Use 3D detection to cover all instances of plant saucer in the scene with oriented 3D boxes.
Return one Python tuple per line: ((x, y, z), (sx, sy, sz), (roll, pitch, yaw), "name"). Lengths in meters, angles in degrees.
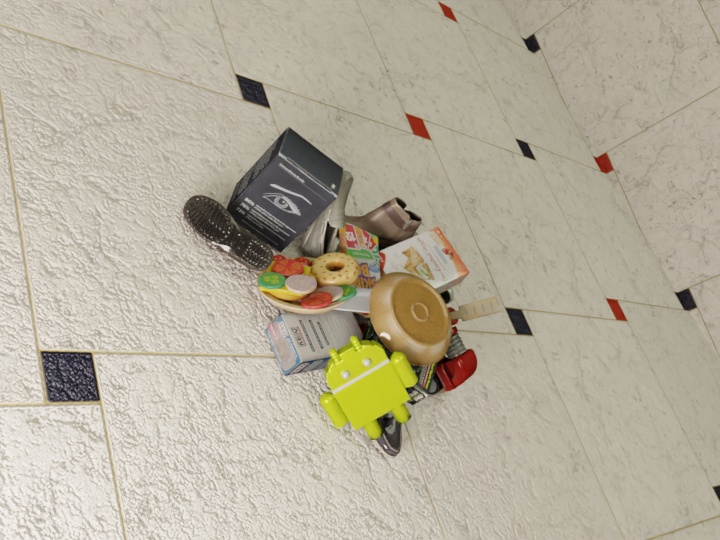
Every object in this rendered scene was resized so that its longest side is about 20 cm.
((0.109, 0.087, 1.554), (0.199, 0.035, 0.202), (17, 56, -27), "plant saucer")

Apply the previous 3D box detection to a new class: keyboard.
((-0.061, 0.053, 1.563), (0.198, 0.011, 0.057), (6, 56, 1), "keyboard")

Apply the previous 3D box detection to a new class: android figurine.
((0.012, 0.214, 1.463), (0.201, 0.181, 0.041), (62, -1, -17), "android figurine")

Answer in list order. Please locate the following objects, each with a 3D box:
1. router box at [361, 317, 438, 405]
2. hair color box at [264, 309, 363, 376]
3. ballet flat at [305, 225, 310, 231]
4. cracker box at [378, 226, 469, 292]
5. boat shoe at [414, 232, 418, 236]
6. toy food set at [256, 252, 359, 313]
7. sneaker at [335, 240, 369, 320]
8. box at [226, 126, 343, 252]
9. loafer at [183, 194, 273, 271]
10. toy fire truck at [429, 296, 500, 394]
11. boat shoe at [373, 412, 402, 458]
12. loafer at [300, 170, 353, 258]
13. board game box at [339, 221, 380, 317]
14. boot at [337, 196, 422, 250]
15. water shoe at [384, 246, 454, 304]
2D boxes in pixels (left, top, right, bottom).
((0.084, 0.143, 1.570), (0.149, 0.062, 0.201), (34, 50, -13), "router box")
((-0.081, 0.134, 1.523), (0.199, 0.060, 0.101), (-2, 60, -51), "hair color box")
((-0.118, -0.163, 1.760), (0.072, 0.072, 0.202), (19, 46, -38), "ballet flat")
((0.129, -0.003, 1.770), (0.199, 0.058, 0.134), (-24, 71, -31), "cracker box")
((0.147, -0.023, 1.929), (0.200, 0.074, 0.060), (49, -10, 24), "boat shoe")
((-0.103, 0.020, 1.530), (0.198, 0.049, 0.198), (9, 31, 2), "toy food set")
((0.004, 0.019, 1.724), (0.084, 0.075, 0.202), (15, 54, -49), "sneaker")
((-0.152, -0.160, 1.584), (0.148, 0.200, 0.105), (36, 35, -21), "box")
((-0.257, -0.062, 1.509), (0.200, 0.071, 0.073), (41, 74, -1), "loafer")
((0.209, 0.149, 1.701), (0.128, 0.199, 0.177), (-25, 86, -50), "toy fire truck")
((0.054, 0.267, 1.557), (0.072, 0.063, 0.201), (22, 44, -36), "boat shoe")
((-0.058, -0.111, 1.654), (0.070, 0.201, 0.070), (32, 19, 24), "loafer")
((0.000, 0.000, 1.651), (0.095, 0.030, 0.202), (23, 52, -35), "board game box")
((0.037, -0.117, 1.810), (0.199, 0.146, 0.071), (25, 40, -34), "boot")
((0.122, 0.028, 1.827), (0.199, 0.072, 0.079), (35, 45, 5), "water shoe")
